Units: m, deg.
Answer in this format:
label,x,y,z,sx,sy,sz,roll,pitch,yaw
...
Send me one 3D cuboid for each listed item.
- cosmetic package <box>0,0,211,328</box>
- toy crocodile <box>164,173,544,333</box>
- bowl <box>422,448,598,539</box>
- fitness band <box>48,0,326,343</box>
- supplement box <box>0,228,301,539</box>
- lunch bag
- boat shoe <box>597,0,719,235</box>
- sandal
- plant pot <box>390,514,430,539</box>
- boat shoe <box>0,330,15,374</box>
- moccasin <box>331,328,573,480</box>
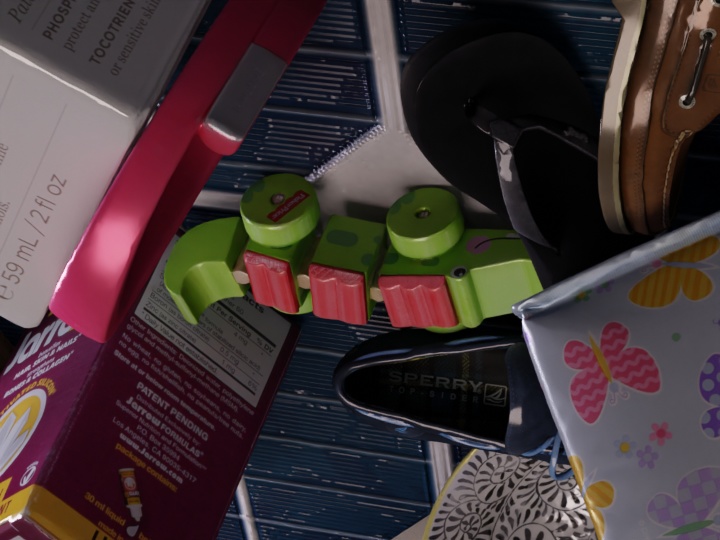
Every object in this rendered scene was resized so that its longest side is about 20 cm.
label,x,y,z,sx,sy,sz,roll,pitch,yaw
cosmetic package,-0.177,-0.117,0.971,0.199,0.167,0.168,28,140,-6
toy crocodile,0.000,0.000,1.103,0.199,0.062,0.068,5,137,17
bowl,0.138,0.163,1.172,0.200,0.202,0.094,5,180,19
fitness band,-0.074,-0.055,0.968,0.037,0.200,0.144,33,135,-5
supplement box,-0.132,0.093,1.154,0.103,0.200,0.131,40,136,-20
lunch bag,0.189,0.055,0.965,0.199,0.170,0.127,-22,166,11
boat shoe,0.139,-0.089,0.936,0.068,0.072,0.201,8,137,10
sandal,0.090,-0.039,1.013,0.076,0.043,0.200,-42,128,0
plant pot,0.045,0.254,1.270,0.200,0.177,0.200,34,138,-15
boat shoe,-0.223,0.071,1.269,0.200,0.071,0.064,38,136,-20
moccasin,0.082,0.069,1.104,0.199,0.068,0.081,-2,94,17
